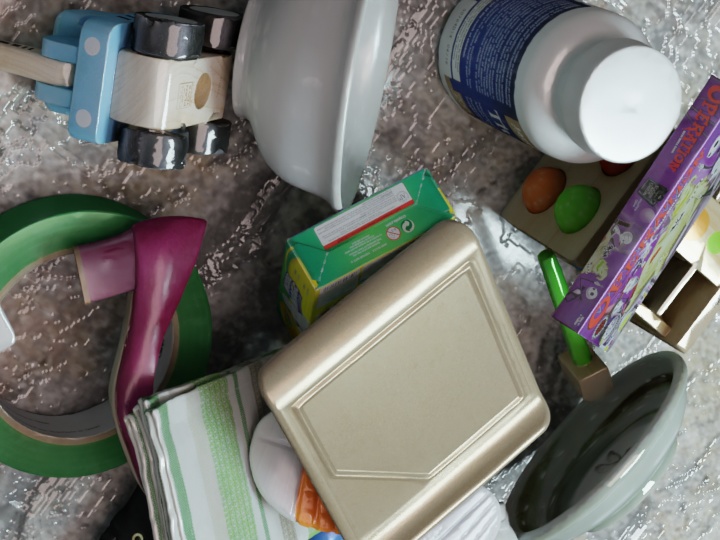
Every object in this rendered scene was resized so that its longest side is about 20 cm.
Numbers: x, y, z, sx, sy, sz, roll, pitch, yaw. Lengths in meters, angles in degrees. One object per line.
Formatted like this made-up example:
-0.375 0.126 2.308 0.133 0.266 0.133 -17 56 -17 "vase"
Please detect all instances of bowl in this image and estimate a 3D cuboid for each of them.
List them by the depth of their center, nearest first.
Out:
-0.035 -0.145 1.262 0.090 0.201 0.202 11 105 6 "bowl"

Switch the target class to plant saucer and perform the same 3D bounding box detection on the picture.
0.196 0.152 1.438 0.050 0.200 0.200 43 87 -7 "plant saucer"

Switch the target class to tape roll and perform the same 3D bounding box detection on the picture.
-0.207 0.048 1.307 0.199 0.048 0.202 -8 111 -22 "tape roll"

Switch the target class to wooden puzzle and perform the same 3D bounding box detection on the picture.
0.033 0.087 1.273 0.185 0.037 0.200 -39 127 -15 "wooden puzzle"

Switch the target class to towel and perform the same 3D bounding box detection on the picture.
-0.090 0.143 1.301 0.200 0.031 0.150 -19 101 -60 "towel"

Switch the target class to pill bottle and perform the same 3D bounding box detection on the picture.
0.145 -0.141 1.315 0.110 0.200 0.112 -8 110 -21 "pill bottle"

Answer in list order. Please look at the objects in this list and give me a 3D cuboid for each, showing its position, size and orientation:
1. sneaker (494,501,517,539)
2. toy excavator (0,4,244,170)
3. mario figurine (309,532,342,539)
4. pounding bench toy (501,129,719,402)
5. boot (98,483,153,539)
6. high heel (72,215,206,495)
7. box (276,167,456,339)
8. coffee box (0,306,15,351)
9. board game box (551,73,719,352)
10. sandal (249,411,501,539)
0.050 0.257 1.431 0.070 0.200 0.081 -13 72 -52 "sneaker"
-0.202 -0.136 1.223 0.194 0.199 0.100 -25 127 -66 "toy excavator"
0.040 0.179 1.428 0.200 0.123 0.106 -42 107 -2 "mario figurine"
0.190 -0.014 1.423 0.156 0.124 0.200 37 91 -30 "pounding bench toy"
-0.092 0.208 1.370 0.203 0.073 0.154 25 93 0 "boot"
-0.134 0.063 1.277 0.096 0.067 0.201 -14 110 -9 "high heel"
0.000 0.000 1.331 0.117 0.200 0.049 -28 75 -13 "box"
-0.361 -0.019 1.127 0.197 0.200 0.200 -29 117 -12 "coffee box"
0.212 -0.036 1.299 0.200 0.032 0.120 -57 156 3 "board game box"
0.004 0.161 1.340 0.206 0.059 0.080 24 86 -21 "sandal"
